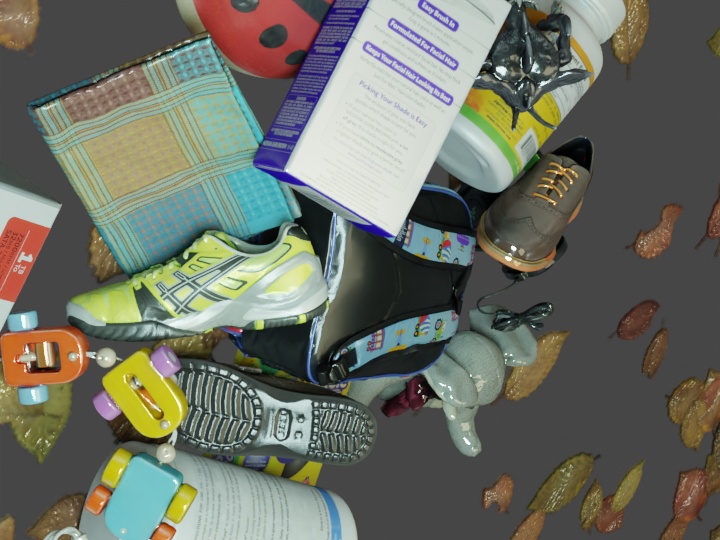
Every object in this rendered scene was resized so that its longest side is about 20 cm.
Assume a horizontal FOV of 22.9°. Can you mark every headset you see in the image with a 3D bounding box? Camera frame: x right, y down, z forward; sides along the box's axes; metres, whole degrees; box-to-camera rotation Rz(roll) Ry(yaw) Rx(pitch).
[{"bbox_3d":[0.147,-0.036,1.622,0.123,0.094,0.200,34,55,-38],"label":"headset"}]

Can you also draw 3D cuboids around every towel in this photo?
[{"bbox_3d":[-0.141,-0.078,1.317,0.146,0.022,0.200,-22,137,3],"label":"towel"}]

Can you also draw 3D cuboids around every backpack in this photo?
[{"bbox_3d":[0.000,0.000,1.478,0.200,0.134,0.183,1,102,-51],"label":"backpack"}]

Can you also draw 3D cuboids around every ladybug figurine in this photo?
[{"bbox_3d":[-0.060,-0.209,1.337,0.200,0.072,0.136,21,97,-53],"label":"ladybug figurine"}]

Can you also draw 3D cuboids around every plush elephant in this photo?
[{"bbox_3d":[0.070,0.096,1.617,0.165,0.155,0.200,-20,128,-41],"label":"plush elephant"}]

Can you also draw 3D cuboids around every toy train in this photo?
[{"bbox_3d":[-0.197,0.119,1.333,0.056,0.150,0.200,-50,131,-79],"label":"toy train"}]

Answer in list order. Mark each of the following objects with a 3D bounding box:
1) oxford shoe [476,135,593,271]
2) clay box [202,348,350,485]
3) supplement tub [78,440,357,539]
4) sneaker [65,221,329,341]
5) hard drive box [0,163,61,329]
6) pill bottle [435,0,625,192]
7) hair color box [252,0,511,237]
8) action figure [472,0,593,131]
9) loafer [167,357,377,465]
[{"bbox_3d":[0.154,-0.063,1.531,0.073,0.071,0.200,-65,173,31],"label":"oxford shoe"},{"bbox_3d":[-0.074,0.133,1.565,0.115,0.048,0.200,3,112,-49],"label":"clay box"},{"bbox_3d":[-0.115,0.223,1.458,0.200,0.132,0.132,20,98,-30],"label":"supplement tub"},{"bbox_3d":[-0.126,0.009,1.357,0.200,0.075,0.077,-8,100,-2],"label":"sneaker"},{"bbox_3d":[-0.318,-0.014,1.163,0.200,0.077,0.156,19,99,-53],"label":"hard drive box"},{"bbox_3d":[0.141,-0.176,1.560,0.200,0.111,0.111,-50,142,-14],"label":"pill bottle"},{"bbox_3d":[0.016,-0.139,1.321,0.109,0.065,0.200,30,85,-28],"label":"hair color box"},{"bbox_3d":[0.122,-0.201,1.459,0.102,0.119,0.200,113,-28,-77],"label":"action figure"},{"bbox_3d":[-0.088,0.118,1.466,0.200,0.071,0.073,16,94,-7],"label":"loafer"}]
